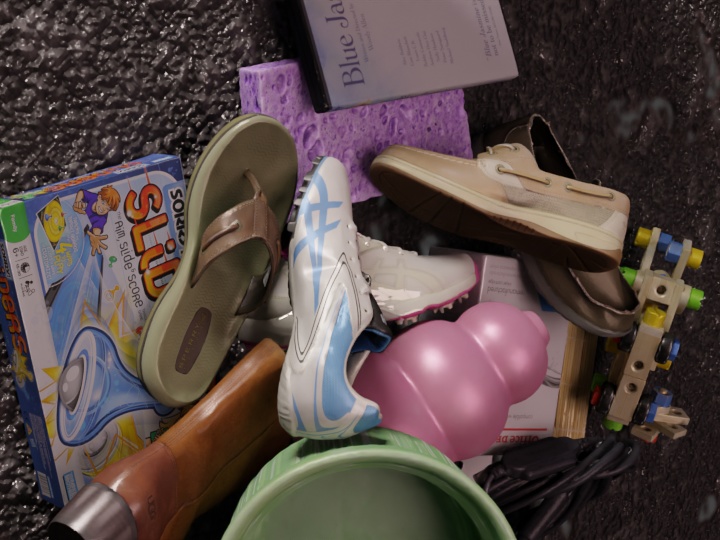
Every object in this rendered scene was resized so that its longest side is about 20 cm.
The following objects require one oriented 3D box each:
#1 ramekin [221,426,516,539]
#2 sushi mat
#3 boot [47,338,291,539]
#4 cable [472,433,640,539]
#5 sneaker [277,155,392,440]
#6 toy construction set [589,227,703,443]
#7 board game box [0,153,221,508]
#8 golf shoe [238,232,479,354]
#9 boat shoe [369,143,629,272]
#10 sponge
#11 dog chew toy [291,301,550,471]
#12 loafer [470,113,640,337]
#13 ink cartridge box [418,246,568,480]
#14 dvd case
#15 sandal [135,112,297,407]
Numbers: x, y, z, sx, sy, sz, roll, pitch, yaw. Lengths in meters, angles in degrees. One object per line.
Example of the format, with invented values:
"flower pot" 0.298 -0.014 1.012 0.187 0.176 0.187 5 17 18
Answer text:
"ramekin" 0.002 0.198 0.883 0.200 0.098 0.200 -1 100 -4
"sushi mat" 0.180 0.063 1.203 0.096 0.012 0.200 5 94 -42
"boot" -0.121 0.162 0.910 0.200 0.068 0.188 -42 143 -40
"cable" 0.147 0.195 1.120 0.200 0.051 0.163 -12 143 -34
"sneaker" -0.015 0.016 0.893 0.072 0.072 0.200 91 0 -64
"toy construction set" 0.255 0.070 1.221 0.131 0.092 0.200 -58 149 -69
"board game box" -0.163 0.037 0.885 0.135 0.034 0.200 -22 111 -38
"golf shoe" 0.000 0.000 0.990 0.200 0.075 0.092 -14 95 -31
"boat shoe" 0.105 -0.059 1.007 0.200 0.072 0.065 18 74 -8
"sponge" 0.002 -0.110 1.010 0.200 0.030 0.112 -18 108 -38
"dog chew toy" 0.050 0.093 0.990 0.200 0.125 0.125 -33 119 -8
"loafer" 0.160 -0.039 1.068 0.075 0.070 0.200 -20 73 -51
"ink cartridge box" 0.103 0.087 1.104 0.116 0.067 0.200 6 93 -42
"dvd case" 0.028 -0.198 1.001 0.200 0.018 0.143 -16 90 -38
"sandal" -0.082 -0.004 0.889 0.080 0.057 0.201 24 81 -41
